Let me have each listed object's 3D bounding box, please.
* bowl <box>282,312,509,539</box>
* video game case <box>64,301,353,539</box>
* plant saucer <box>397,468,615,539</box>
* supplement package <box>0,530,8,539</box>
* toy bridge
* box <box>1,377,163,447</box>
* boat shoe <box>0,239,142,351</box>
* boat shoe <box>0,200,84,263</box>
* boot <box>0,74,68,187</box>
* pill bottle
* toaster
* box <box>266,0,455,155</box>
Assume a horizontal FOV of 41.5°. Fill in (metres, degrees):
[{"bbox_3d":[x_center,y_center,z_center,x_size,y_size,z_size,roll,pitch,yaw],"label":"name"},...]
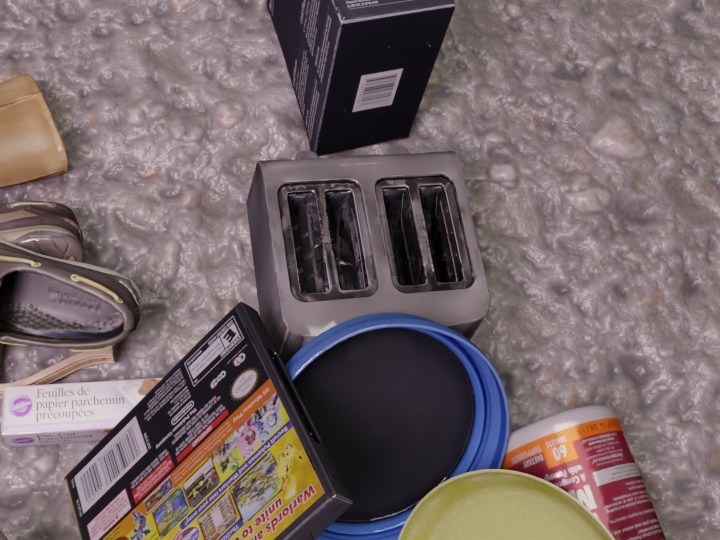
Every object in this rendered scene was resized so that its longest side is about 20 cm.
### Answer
[{"bbox_3d":[0.015,0.126,0.717,0.197,0.039,0.205,-6,111,-15],"label":"bowl"},{"bbox_3d":[-0.115,0.151,0.654,0.200,0.025,0.182,-44,47,11],"label":"video game case"},{"bbox_3d":[0.114,0.243,0.690,0.031,0.200,0.202,-5,58,-57],"label":"plant saucer"},{"bbox_3d":[-0.238,0.283,0.611,0.120,0.120,0.201,-31,75,-24],"label":"supplement package"},{"bbox_3d":[-0.294,0.066,0.752,0.196,0.027,0.068,2,65,-10],"label":"toy bridge"},{"bbox_3d":[-0.177,0.110,0.750,0.196,0.042,0.039,-2,65,-13],"label":"box"},{"bbox_3d":[-0.264,0.017,0.707,0.197,0.061,0.073,8,100,-12],"label":"boat shoe"},{"bbox_3d":[-0.322,-0.017,0.771,0.196,0.075,0.074,-2,40,-9],"label":"boat shoe"},{"bbox_3d":[-0.374,-0.128,0.810,0.197,0.066,0.177,-23,80,-21],"label":"boot"},{"bbox_3d":[0.182,0.217,0.736,0.108,0.110,0.203,-11,68,-16],"label":"pill bottle"},{"bbox_3d":[0.000,0.000,0.794,0.177,0.119,0.204,-4,66,-12],"label":"toaster"},{"bbox_3d":[-0.009,-0.240,0.857,0.102,0.201,0.185,-13,69,-15],"label":"box"}]
